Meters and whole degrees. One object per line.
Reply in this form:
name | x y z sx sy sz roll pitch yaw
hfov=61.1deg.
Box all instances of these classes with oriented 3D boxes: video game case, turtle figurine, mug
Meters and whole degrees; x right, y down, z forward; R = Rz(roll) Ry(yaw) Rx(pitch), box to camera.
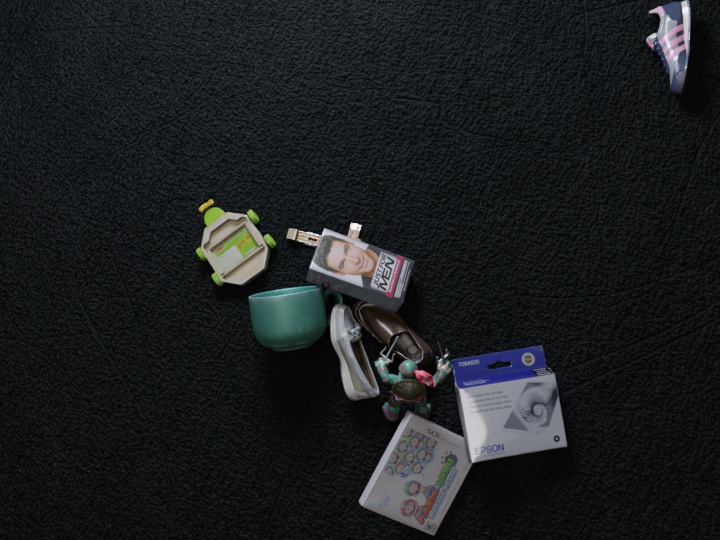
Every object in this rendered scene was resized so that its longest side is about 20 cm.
video game case | 0.119 0.398 1.193 0.182 0.024 0.200 30 88 -21
turtle figurine | 0.093 0.215 1.180 0.149 0.200 0.101 12 42 14
mug | -0.130 0.097 1.246 0.184 0.152 0.115 -7 94 4

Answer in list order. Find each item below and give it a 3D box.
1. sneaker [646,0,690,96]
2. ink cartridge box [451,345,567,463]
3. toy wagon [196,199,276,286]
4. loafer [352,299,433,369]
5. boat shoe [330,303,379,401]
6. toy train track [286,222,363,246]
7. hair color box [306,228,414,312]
sneaker | 0.632 -0.451 1.255 0.082 0.070 0.201 1 80 25
ink cartridge box | 0.292 0.260 1.201 0.199 0.041 0.201 -9 82 -5
toy wagon | -0.286 -0.068 1.348 0.155 0.040 0.200 -35 79 2
loafer | 0.068 0.123 1.254 0.200 0.071 0.073 37 89 11
boat shoe | -0.011 0.165 1.254 0.065 0.074 0.203 -13 85 24
toy train track | -0.066 -0.058 1.317 0.199 0.033 0.115 14 85 11
hair color box | 0.000 0.000 1.249 0.199 0.061 0.099 19 63 -3
